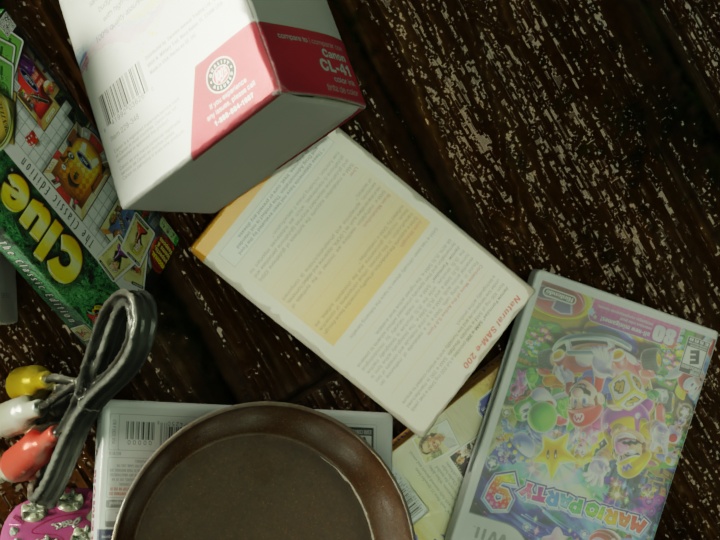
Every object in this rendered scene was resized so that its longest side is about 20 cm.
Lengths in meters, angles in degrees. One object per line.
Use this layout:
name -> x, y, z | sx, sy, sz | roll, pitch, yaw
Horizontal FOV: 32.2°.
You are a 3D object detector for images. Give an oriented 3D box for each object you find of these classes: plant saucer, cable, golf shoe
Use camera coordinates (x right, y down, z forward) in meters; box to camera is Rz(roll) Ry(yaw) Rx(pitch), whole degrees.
plant saucer -> -0.061, 0.183, 0.774 | 0.199, 0.034, 0.202 | 5, 77, -23
cable -> -0.182, 0.082, 0.761 | 0.050, 0.200, 0.098 | 11, 60, -28
golf shoe -> -0.139, 0.189, 0.843 | 0.199, 0.075, 0.092 | -2, 124, -16

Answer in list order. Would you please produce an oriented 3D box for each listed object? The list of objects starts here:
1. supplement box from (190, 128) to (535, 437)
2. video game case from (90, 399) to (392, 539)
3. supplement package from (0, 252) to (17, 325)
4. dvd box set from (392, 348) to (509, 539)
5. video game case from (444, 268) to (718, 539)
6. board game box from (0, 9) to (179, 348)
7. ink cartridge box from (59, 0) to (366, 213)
supplement box -> 0.000, 0.000, 0.846 | 0.200, 0.074, 0.126 | 40, 87, -6
video game case -> -0.073, 0.179, 0.801 | 0.199, 0.023, 0.183 | 6, 77, -23
supplement package -> -0.324, -0.016, 0.777 | 0.199, 0.114, 0.110 | -2, 88, -9
dvd box set -> 0.102, 0.150, 0.887 | 0.200, 0.029, 0.147 | -38, 97, -6
video game case -> 0.155, 0.116, 0.871 | 0.142, 0.018, 0.201 | 19, 89, -10
board game box -> -0.190, -0.049, 0.767 | 0.200, 0.023, 0.105 | 57, 45, -38
ink cartridge box -> -0.100, -0.154, 0.759 | 0.085, 0.147, 0.201 | 2, 65, -50
